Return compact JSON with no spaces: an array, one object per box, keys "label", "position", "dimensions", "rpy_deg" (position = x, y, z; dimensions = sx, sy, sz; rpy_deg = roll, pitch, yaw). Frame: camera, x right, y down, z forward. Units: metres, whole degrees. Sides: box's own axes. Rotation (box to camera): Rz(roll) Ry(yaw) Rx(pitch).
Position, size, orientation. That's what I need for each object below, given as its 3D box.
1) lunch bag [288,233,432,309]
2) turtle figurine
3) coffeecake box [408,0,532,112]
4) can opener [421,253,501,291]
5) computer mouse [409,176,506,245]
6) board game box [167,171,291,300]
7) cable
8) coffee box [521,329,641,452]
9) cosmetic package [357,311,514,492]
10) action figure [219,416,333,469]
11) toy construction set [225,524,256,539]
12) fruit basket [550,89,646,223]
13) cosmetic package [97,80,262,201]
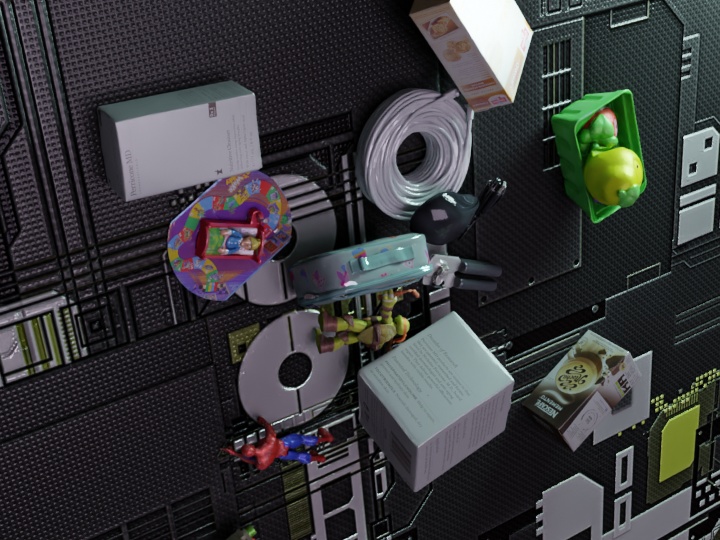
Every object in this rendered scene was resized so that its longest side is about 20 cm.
[{"label":"lunch bag","position":[0.000,0.000,1.556],"dimensions":[0.198,0.160,0.078],"rpy_deg":[-15,93,-32]},{"label":"turtle figurine","position":[0.011,0.098,1.647],"dimensions":[0.159,0.065,0.201],"rpy_deg":[-5,151,-13]},{"label":"coffeecake box","position":[0.168,-0.363,1.538],"dimensions":[0.200,0.072,0.155],"rpy_deg":[48,48,-37]},{"label":"can opener","position":[0.161,0.000,1.741],"dimensions":[0.198,0.066,0.053],"rpy_deg":[7,108,-45]},{"label":"computer mouse","position":[0.151,-0.081,1.629],"dimensions":[0.139,0.053,0.199],"rpy_deg":[-49,159,28]},{"label":"board game box","position":[-0.179,-0.047,1.497],"dimensions":[0.200,0.039,0.159],"rpy_deg":[-43,127,-12]},{"label":"cable","position":[0.081,-0.179,1.601],"dimensions":[0.198,0.069,0.203],"rpy_deg":[-15,119,-28]},{"label":"coffee box","position":[0.416,0.226,1.968],"dimensions":[0.200,0.113,0.080],"rpy_deg":[-46,127,-10]},{"label":"cosmetic package","position":[0.120,0.214,1.699],"dimensions":[0.198,0.167,0.168],"rpy_deg":[-30,148,-20]},{"label":"action figure","position":[-0.139,0.271,1.652],"dimensions":[0.199,0.098,0.066],"rpy_deg":[10,102,-59]},{"label":"toy construction set","position":[-0.166,0.494,1.675],"dimensions":[0.091,0.131,0.202],"rpy_deg":[-25,122,-22]},{"label":"fruit basket","position":[0.421,-0.181,1.747],"dimensions":[0.154,0.215,0.218],"rpy_deg":[-32,124,-18]},{"label":"cosmetic package","position":[-0.238,-0.174,1.380],"dimensions":[0.198,0.081,0.114],"rpy_deg":[-20,121,-27]}]
